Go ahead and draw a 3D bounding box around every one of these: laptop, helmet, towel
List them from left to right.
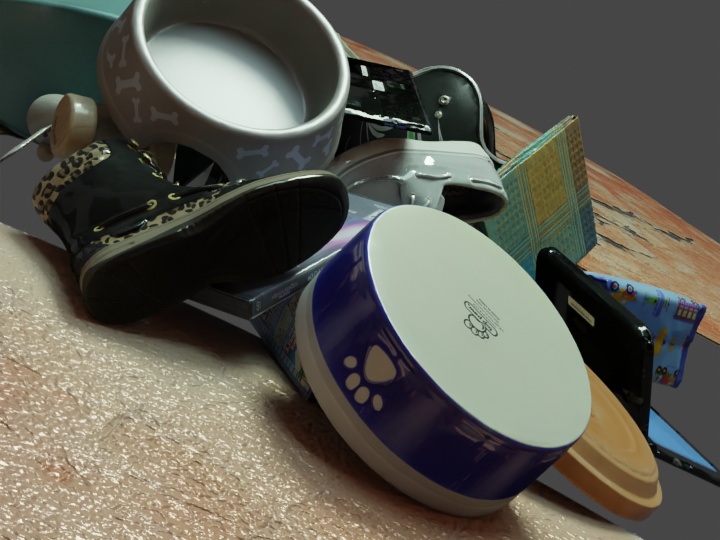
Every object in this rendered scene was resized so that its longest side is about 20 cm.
[{"bbox_3d":[-0.052,-0.121,1.402,0.198,0.104,0.178,11,22,-9],"label":"laptop"},{"bbox_3d":[0.082,-0.093,1.640,0.192,0.199,0.200,68,21,6],"label":"helmet"},{"bbox_3d":[0.167,-0.047,1.571,0.022,0.148,0.200,6,29,35],"label":"towel"}]

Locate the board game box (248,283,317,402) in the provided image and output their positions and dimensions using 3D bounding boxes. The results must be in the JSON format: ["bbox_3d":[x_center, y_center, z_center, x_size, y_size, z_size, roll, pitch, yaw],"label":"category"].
[{"bbox_3d":[-0.009,0.036,1.243,0.199,0.062,0.200,15,18,-43],"label":"board game box"}]

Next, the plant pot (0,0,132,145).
[{"bbox_3d":[-0.253,-0.178,1.448,0.198,0.143,0.141,16,15,-15],"label":"plant pot"}]

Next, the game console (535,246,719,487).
[{"bbox_3d":[0.244,0.085,1.460,0.115,0.178,0.200,-9,26,-18],"label":"game console"}]

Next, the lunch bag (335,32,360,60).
[{"bbox_3d":[-0.126,-0.194,1.681,0.199,0.165,0.118,20,20,-32],"label":"lunch bag"}]

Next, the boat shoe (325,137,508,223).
[{"bbox_3d":[0.048,-0.066,1.387,0.199,0.070,0.072,-8,51,-39],"label":"boat shoe"}]

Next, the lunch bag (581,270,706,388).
[{"bbox_3d":[0.231,0.036,1.707,0.149,0.095,0.199,14,9,-36],"label":"lunch bag"}]

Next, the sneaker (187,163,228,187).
[{"bbox_3d":[-0.096,-0.093,1.551,0.111,0.074,0.200,25,11,-1],"label":"sneaker"}]

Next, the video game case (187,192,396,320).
[{"bbox_3d":[-0.075,-0.024,1.208,0.142,0.019,0.199,18,29,31],"label":"video game case"}]

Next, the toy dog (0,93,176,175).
[{"bbox_3d":[-0.218,-0.085,1.292,0.130,0.097,0.200,17,1,-9],"label":"toy dog"}]

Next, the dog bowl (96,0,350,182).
[{"bbox_3d":[-0.097,-0.152,1.244,0.198,0.059,0.202,14,51,-18],"label":"dog bowl"}]

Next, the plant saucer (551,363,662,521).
[{"bbox_3d":[0.161,0.105,1.254,0.200,0.032,0.201,41,16,-14],"label":"plant saucer"}]

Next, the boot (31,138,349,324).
[{"bbox_3d":[-0.123,-0.045,1.139,0.198,0.074,0.150,-25,37,-19],"label":"boot"}]

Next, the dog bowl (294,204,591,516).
[{"bbox_3d":[0.057,0.057,1.084,0.199,0.079,0.201,31,33,-23],"label":"dog bowl"}]
